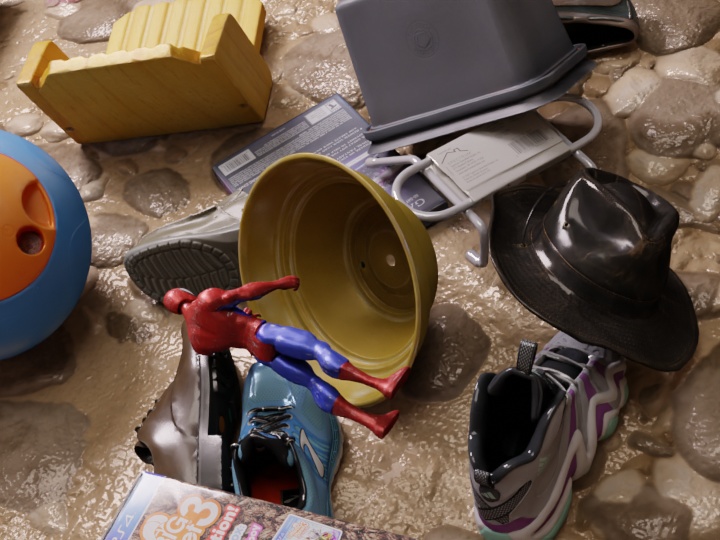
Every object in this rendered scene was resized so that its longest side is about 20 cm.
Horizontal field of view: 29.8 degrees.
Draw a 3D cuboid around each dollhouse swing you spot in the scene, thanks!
[{"bbox_3d":[-0.201,-0.233,1.330,0.200,0.182,0.176,-5,68,16],"label":"dollhouse swing"}]

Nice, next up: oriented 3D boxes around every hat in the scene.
[{"bbox_3d":[0.188,-0.022,0.991,0.200,0.081,0.201,23,32,-16],"label":"hat"}]

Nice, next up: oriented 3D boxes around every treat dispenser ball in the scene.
[{"bbox_3d":[-0.329,-0.021,1.146,0.200,0.201,0.201,-10,47,10],"label":"treat dispenser ball"}]

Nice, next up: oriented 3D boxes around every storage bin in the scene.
[{"bbox_3d":[0.084,-0.202,1.163,0.200,0.135,0.146,-11,19,38],"label":"storage bin"}]

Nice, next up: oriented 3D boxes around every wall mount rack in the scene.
[{"bbox_3d":[0.099,-0.092,1.142,0.200,0.075,0.174,-28,52,-19],"label":"wall mount rack"}]

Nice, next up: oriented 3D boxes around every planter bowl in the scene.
[{"bbox_3d":[0.000,0.000,1.057,0.083,0.201,0.200,-19,37,-41],"label":"planter bowl"}]

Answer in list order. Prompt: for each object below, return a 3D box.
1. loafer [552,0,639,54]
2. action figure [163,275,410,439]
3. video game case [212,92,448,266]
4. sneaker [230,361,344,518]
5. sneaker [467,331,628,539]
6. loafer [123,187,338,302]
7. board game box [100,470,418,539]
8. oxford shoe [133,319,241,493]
[{"bbox_3d":[0.159,-0.216,1.252,0.200,0.072,0.063,-17,52,1],"label":"loafer"},{"bbox_3d":[-0.051,0.048,1.024,0.200,0.065,0.099,22,33,15],"label":"action figure"},{"bbox_3d":[-0.031,-0.074,1.220,0.143,0.019,0.200,-32,48,-10],"label":"video game case"},{"bbox_3d":[-0.055,0.133,0.988,0.078,0.090,0.200,-16,44,4],"label":"sneaker"},{"bbox_3d":[0.129,0.082,0.936,0.078,0.140,0.200,8,53,25],"label":"sneaker"},{"bbox_3d":[-0.108,-0.025,1.165,0.200,0.075,0.070,-13,33,17],"label":"loafer"},{"bbox_3d":[-0.053,0.228,0.853,0.200,0.160,0.097,9,52,25],"label":"board game box"},{"bbox_3d":[-0.138,0.111,1.051,0.084,0.073,0.200,-13,46,10],"label":"oxford shoe"}]
